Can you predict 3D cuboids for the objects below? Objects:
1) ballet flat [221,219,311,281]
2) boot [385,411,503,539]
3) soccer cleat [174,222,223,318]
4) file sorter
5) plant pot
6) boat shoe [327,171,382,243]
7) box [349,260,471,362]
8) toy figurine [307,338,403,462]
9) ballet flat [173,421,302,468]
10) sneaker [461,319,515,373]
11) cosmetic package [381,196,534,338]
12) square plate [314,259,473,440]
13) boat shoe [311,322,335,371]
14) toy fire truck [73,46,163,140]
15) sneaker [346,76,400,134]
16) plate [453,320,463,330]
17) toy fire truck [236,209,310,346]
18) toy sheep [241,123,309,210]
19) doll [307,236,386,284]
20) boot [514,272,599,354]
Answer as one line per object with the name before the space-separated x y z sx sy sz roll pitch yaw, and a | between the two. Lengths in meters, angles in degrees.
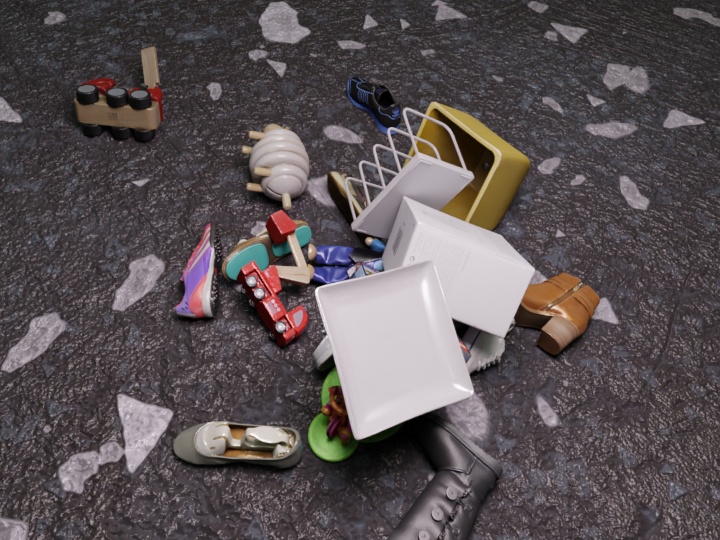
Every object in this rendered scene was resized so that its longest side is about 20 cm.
ballet flat | -0.184 -0.045 1.175 0.198 0.069 0.072 -33 40 -28
boot | 0.093 0.321 0.908 0.162 0.067 0.201 30 58 20
soccer cleat | -0.286 -0.005 1.126 0.071 0.069 0.205 -5 52 0
file sorter | 0.078 -0.168 1.149 0.136 0.200 0.128 10 51 -37
plant pot | 0.222 -0.188 1.244 0.196 0.198 0.196 -6 42 -43
boat shoe | -0.002 -0.133 1.253 0.063 0.074 0.202 -21 57 -18
box | 0.076 0.071 1.003 0.197 0.038 0.137 35 10 -14
toy figurine | -0.001 0.163 0.941 0.148 0.187 0.199 34 55 21
ballet flat | -0.181 0.248 0.931 0.193 0.065 0.069 5 50 -2
sneaker | 0.206 0.131 1.063 0.069 0.074 0.201 27 54 16
cosmetic package | 0.148 -0.011 1.025 0.194 0.126 0.200 19 16 -7
square plate | 0.046 0.102 0.867 0.195 0.028 0.204 -13 80 -27
boat shoe | -0.024 0.081 1.067 0.064 0.075 0.203 32 62 12
toy fire truck | -0.515 -0.398 1.392 0.170 0.132 0.203 5 39 -2
sneaker | 0.033 -0.409 1.477 0.069 0.079 0.201 -25 58 -24
plate | 0.163 -0.009 1.199 0.198 0.033 0.199 37 57 21
toy fire truck | -0.136 0.013 1.096 0.139 0.049 0.203 -32 84 -30
toy sheep | -0.164 -0.207 1.262 0.133 0.139 0.206 -5 66 -11
doll | 0.000 0.000 1.153 0.193 0.049 0.141 3 67 2
boot | 0.330 0.039 1.148 0.199 0.078 0.154 39 57 23
